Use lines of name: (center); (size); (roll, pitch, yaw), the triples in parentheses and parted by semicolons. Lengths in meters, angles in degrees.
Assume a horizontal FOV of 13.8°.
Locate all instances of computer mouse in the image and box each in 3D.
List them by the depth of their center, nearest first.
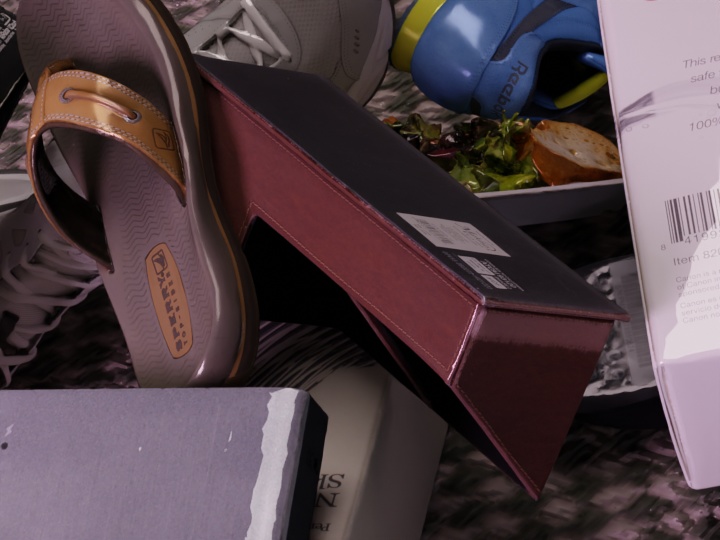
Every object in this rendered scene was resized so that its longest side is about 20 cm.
computer mouse: (0.162, 0.042, 1.140); (0.199, 0.046, 0.141); (-17, 48, 3)

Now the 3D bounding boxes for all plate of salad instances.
plate of salad: (0.037, -0.043, 1.252); (0.199, 0.048, 0.200); (-5, 4, 0)

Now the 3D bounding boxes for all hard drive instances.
hard drive: (-0.092, 0.138, 1.024); (0.139, 0.033, 0.201); (-2, 63, 22)

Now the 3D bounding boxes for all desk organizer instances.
desk organizer: (0.000, 0.000, 1.089); (0.071, 0.077, 0.200); (6, 23, -40)

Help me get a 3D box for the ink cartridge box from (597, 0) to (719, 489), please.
ink cartridge box: (0.174, -0.033, 1.111); (0.146, 0.083, 0.201); (-11, 50, 8)

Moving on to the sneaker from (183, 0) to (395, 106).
sneaker: (-0.064, -0.075, 1.299); (0.092, 0.200, 0.076); (-16, 68, -46)

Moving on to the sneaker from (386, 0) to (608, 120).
sneaker: (0.088, -0.098, 1.346); (0.078, 0.066, 0.200); (34, 23, 18)

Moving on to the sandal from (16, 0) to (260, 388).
sandal: (-0.095, -0.033, 1.108); (0.054, 0.082, 0.201); (4, 58, -38)

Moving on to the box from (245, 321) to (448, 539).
box: (-0.018, 0.070, 1.144); (0.082, 0.069, 0.200); (-6, 32, 14)

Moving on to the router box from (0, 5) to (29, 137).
router box: (-0.204, -0.006, 1.184); (0.062, 0.201, 0.150); (28, 18, -4)

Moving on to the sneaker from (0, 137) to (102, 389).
sneaker: (-0.131, 0.013, 1.249); (0.200, 0.075, 0.116); (-15, 48, 61)
